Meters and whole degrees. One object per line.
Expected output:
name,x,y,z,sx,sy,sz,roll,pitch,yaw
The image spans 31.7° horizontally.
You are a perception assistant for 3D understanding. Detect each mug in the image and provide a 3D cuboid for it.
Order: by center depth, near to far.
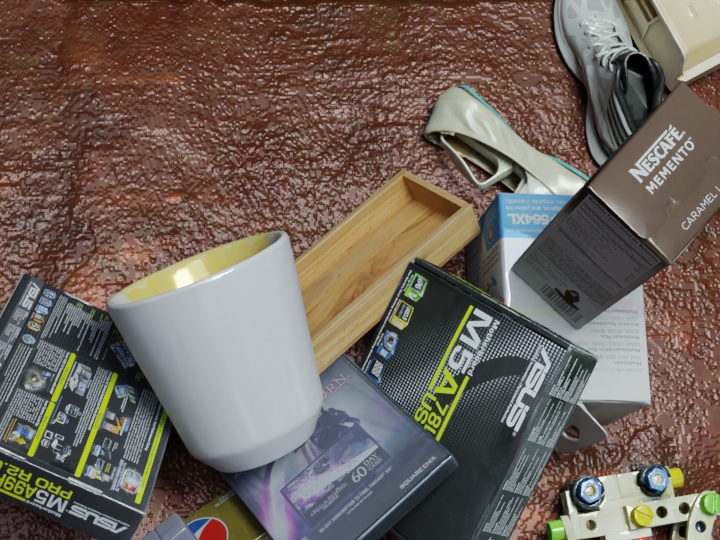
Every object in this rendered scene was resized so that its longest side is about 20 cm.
mug,-0.094,0.062,0.996,0.148,0.187,0.155,-17,101,23

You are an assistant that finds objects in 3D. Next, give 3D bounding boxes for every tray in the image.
tray,0.000,0.000,1.099,0.200,0.037,0.098,-41,41,-16

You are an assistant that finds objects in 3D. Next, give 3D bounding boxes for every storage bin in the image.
storage bin,0.338,-0.308,1.212,0.198,0.094,0.201,-27,84,-7

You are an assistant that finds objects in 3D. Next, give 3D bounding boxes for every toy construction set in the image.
toy construction set,0.235,0.235,1.079,0.197,0.092,0.133,-4,76,-22

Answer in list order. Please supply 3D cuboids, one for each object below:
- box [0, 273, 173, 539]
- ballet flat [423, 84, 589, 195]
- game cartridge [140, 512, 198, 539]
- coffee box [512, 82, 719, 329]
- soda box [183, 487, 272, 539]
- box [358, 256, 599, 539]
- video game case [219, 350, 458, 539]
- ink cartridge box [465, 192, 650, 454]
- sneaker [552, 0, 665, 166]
box,-0.224,0.104,0.984,0.159,0.045,0.201,27,31,-12
ballet flat,0.140,-0.087,1.159,0.199,0.070,0.070,38,72,12
game cartridge,-0.138,0.294,0.962,0.129,0.038,0.201,-41,124,-16
coffee box,0.200,-0.041,0.950,0.080,0.200,0.114,43,72,4
soda box,-0.145,0.256,1.006,0.199,0.065,0.068,-33,39,-16
box,0.069,0.115,1.009,0.047,0.193,0.202,23,96,-40
video game case,-0.032,0.145,1.006,0.142,0.019,0.200,-40,41,-10
ink cartridge box,0.166,0.051,1.091,0.123,0.129,0.203,2,74,-9
sneaker,0.242,-0.203,1.179,0.074,0.115,0.204,-10,76,-11
